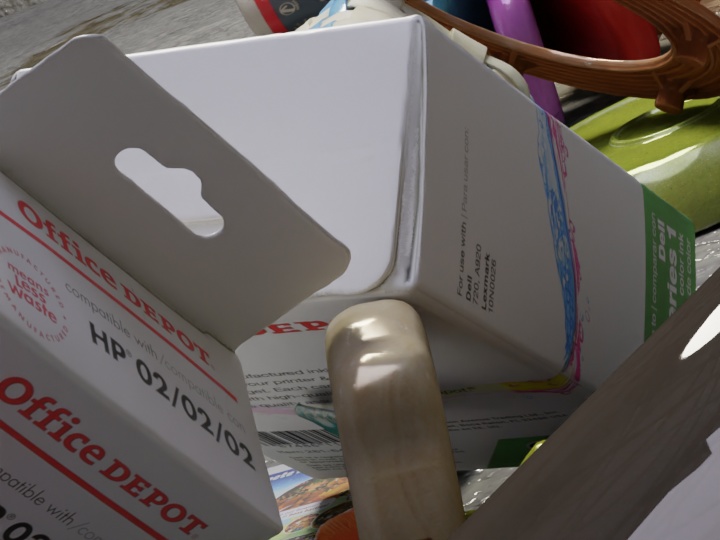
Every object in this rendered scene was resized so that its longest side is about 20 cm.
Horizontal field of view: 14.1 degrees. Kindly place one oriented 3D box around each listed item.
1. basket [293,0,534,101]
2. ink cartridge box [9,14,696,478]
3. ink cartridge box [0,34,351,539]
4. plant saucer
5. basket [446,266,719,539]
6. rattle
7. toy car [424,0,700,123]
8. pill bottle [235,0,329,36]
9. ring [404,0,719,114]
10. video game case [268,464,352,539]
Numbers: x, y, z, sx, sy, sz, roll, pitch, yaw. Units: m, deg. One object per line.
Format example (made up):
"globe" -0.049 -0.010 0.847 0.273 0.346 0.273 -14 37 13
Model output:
"basket" -0.022 -0.005 1.167 0.200 0.139 0.176 -49 6 20
"ink cartridge box" 0.000 0.000 0.898 0.144 0.085 0.200 -5 -19 28
"ink cartridge box" -0.102 0.046 0.718 0.200 0.115 0.068 -36 42 16
"plant saucer" 0.140 -0.055 1.280 0.199 0.031 0.200 -23 13 5
"basket" 0.049 0.112 0.481 0.200 0.181 0.136 -35 -9 -4
"rattle" 0.053 0.061 0.801 0.142 0.131 0.200 -28 -9 -1
"toy car" 0.085 -0.136 1.504 0.199 0.175 0.150 -24 48 -2
"pill bottle" -0.005 -0.264 2.231 0.199 0.120 0.120 -22 12 10
"ring" 0.067 -0.105 1.224 0.200 0.200 0.019 -2 69 61
"video game case" -0.060 0.113 0.977 0.143 0.018 0.200 -18 14 30
